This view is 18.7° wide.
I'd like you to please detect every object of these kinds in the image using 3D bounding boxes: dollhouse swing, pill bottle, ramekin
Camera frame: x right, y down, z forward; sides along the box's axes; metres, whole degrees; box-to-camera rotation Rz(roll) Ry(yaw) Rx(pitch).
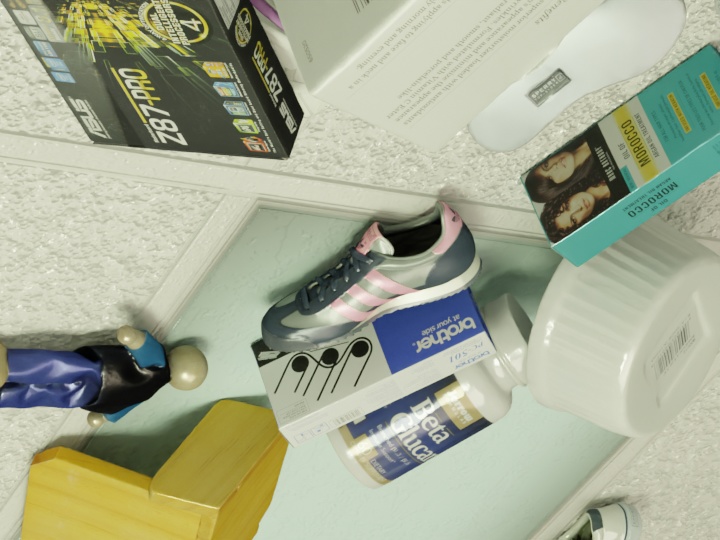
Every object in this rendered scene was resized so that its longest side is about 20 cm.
[{"bbox_3d":[-0.192,0.200,2.031,0.182,0.175,0.201,-51,165,-38],"label":"dollhouse swing"},{"bbox_3d":[0.068,0.105,1.975,0.199,0.112,0.111,-31,145,13],"label":"pill bottle"},{"bbox_3d":[0.243,0.050,1.926,0.200,0.097,0.202,-35,139,-37],"label":"ramekin"}]

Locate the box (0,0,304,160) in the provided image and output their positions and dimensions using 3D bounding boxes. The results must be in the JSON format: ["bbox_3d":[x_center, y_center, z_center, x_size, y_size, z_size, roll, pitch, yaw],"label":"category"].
[{"bbox_3d":[-0.142,-0.153,1.495,0.160,0.049,0.200,8,152,20],"label":"box"}]

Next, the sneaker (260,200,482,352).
[{"bbox_3d":[0.000,0.000,1.847,0.199,0.070,0.082,-24,130,-2],"label":"sneaker"}]

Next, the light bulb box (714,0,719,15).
[{"bbox_3d":[0.389,-0.223,1.579,0.198,0.200,0.125,-36,148,-8],"label":"light bulb box"}]

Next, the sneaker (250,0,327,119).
[{"bbox_3d":[-0.076,-0.157,1.565,0.099,0.075,0.200,-36,144,18],"label":"sneaker"}]

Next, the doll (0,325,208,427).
[{"bbox_3d":[-0.220,0.087,1.847,0.199,0.049,0.137,0,141,-29],"label":"doll"}]

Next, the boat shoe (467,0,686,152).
[{"bbox_3d":[0.164,-0.170,1.692,0.199,0.066,0.074,-29,115,24],"label":"boat shoe"}]

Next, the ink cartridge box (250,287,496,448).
[{"bbox_3d":[0.010,0.068,1.908,0.199,0.094,0.044,-25,146,6],"label":"ink cartridge box"}]

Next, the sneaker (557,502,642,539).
[{"bbox_3d":[0.239,0.328,2.427,0.070,0.073,0.201,8,128,-23],"label":"sneaker"}]

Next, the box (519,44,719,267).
[{"bbox_3d":[0.235,-0.095,1.818,0.199,0.083,0.049,-35,143,19],"label":"box"}]

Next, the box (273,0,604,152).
[{"bbox_3d":[0.047,-0.225,1.428,0.130,0.201,0.199,21,127,-43],"label":"box"}]
